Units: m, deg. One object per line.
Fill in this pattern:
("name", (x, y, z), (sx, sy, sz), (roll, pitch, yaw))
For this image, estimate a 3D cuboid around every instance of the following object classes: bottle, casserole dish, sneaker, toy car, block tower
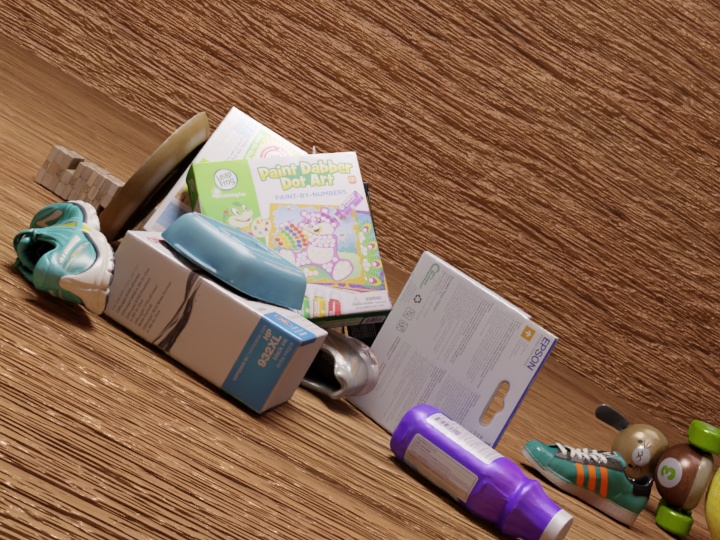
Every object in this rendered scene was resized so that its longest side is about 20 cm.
("bottle", (0.125, 0.216, 1.303), (0.199, 0.066, 0.083), (34, 7, 22))
("casserole dish", (-0.118, -0.011, 1.258), (0.121, 0.039, 0.200), (34, 3, 20))
("sneaker", (-0.283, -0.023, 1.173), (0.079, 0.078, 0.200), (13, 11, -27))
("sneaker", (-0.076, 0.079, 1.418), (0.199, 0.076, 0.092), (28, 16, 19))
("sneaker", (0.317, 0.274, 1.752), (0.199, 0.080, 0.071), (30, 6, -14))
("toy car", (0.447, 0.293, 1.976), (0.198, 0.166, 0.158), (23, 3, 13))
("block tower", (-0.317, -0.087, 1.631), (0.199, 0.058, 0.054), (33, 6, 3))

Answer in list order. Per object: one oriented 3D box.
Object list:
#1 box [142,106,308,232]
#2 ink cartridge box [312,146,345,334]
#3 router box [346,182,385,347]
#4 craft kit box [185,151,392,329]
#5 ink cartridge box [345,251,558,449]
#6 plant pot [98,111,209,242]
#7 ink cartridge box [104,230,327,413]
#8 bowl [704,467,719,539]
("box", (-0.161, -0.072, 1.481), (0.112, 0.201, 0.102), (31, -28, 1))
("ink cartridge box", (-0.057, -0.025, 1.563), (0.044, 0.178, 0.200), (-8, -27, 3))
("router box", (0.000, 0.000, 1.632), (0.052, 0.202, 0.157), (-9, 14, 4))
("craft kit box", (-0.080, -0.030, 1.405), (0.198, 0.199, 0.049), (-6, -23, -21))
("ink cartridge box", (0.103, 0.112, 1.417), (0.199, 0.198, 0.043), (34, 8, 30))
("plant pot", (-0.239, -0.102, 1.468), (0.027, 0.200, 0.200), (42, 5, -4))
("ink cartridge box", (-0.145, 0.046, 1.233), (0.199, 0.084, 0.145), (32, 5, 7))
("bowl", (0.586, 0.403, 1.902), (0.200, 0.108, 0.200), (38, 7, -6))
